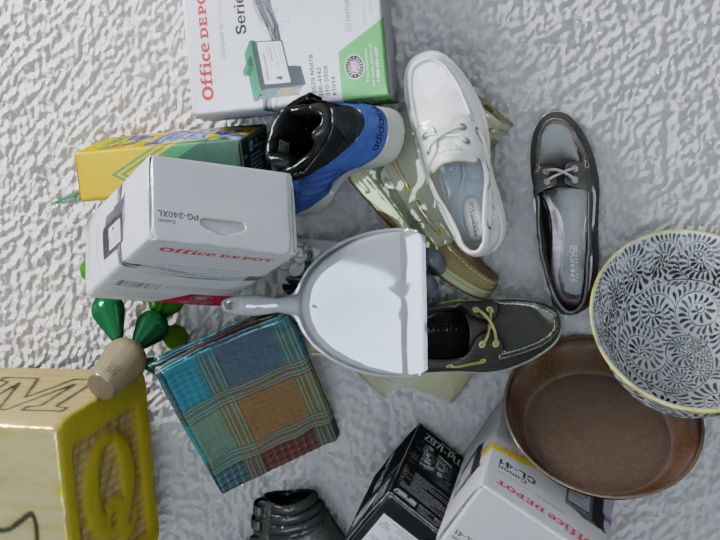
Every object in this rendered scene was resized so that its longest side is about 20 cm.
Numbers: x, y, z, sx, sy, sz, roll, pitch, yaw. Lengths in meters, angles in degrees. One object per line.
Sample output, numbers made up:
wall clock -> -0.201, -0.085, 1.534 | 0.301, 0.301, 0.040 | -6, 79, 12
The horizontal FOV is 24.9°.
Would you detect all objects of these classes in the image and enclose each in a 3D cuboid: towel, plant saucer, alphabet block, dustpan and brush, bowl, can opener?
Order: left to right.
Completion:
alphabet block -> -0.337, 0.213, 1.656 | 0.197, 0.196, 0.198 | 0, 104, 19
towel -> -0.110, 0.132, 1.640 | 0.145, 0.022, 0.201 | -25, 131, -4
dustpan and brush -> -0.036, 0.032, 1.548 | 0.197, 0.057, 0.142 | -1, 90, 0
can opener -> 0.000, 0.000, 1.617 | 0.198, 0.066, 0.053 | 3, 64, 38
plant saucer -> 0.235, 0.150, 1.594 | 0.198, 0.202, 0.037 | 12, 136, 5
bowl -> 0.314, 0.069, 1.580 | 0.198, 0.203, 0.095 | 12, 148, 5

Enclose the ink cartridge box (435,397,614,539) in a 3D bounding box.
ink cartridge box -> 0.168, 0.229, 1.594 | 0.147, 0.200, 0.086 | 33, 113, -1

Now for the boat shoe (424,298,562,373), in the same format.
boat shoe -> 0.102, 0.065, 1.587 | 0.198, 0.061, 0.073 | -9, 79, -2

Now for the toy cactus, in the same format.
toy cactus -> -0.212, 0.068, 1.638 | 0.200, 0.165, 0.102 | 47, 131, -9

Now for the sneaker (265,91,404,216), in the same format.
sneaker -> -0.058, -0.111, 1.565 | 0.199, 0.110, 0.078 | -23, 65, 51

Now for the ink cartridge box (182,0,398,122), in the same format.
ink cartridge box -> -0.069, -0.227, 1.585 | 0.197, 0.084, 0.148 | -6, 92, 9

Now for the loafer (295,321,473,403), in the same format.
loafer -> 0.020, 0.092, 1.654 | 0.197, 0.076, 0.069 | 10, 98, 5

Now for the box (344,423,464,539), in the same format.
box -> 0.096, 0.274, 1.632 | 0.199, 0.164, 0.086 | 38, 114, -2

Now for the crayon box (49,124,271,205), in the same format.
crayon box -> -0.198, -0.106, 1.616 | 0.197, 0.126, 0.052 | -5, 101, 9

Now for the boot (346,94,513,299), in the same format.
boot -> 0.099, -0.085, 1.608 | 0.200, 0.072, 0.155 | 45, 102, -2

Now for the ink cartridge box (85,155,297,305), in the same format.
ink cartridge box -> -0.163, -0.033, 1.540 | 0.144, 0.200, 0.085 | 6, 72, -26

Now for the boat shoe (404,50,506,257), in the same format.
boat shoe -> 0.089, -0.110, 1.535 | 0.070, 0.069, 0.202 | -19, 92, 14

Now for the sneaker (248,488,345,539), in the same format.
sneaker -> -0.113, 0.292, 1.722 | 0.198, 0.071, 0.100 | -21, 97, 6

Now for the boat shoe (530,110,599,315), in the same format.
boat shoe -> 0.204, -0.054, 1.604 | 0.066, 0.057, 0.203 | -5, 101, 9
